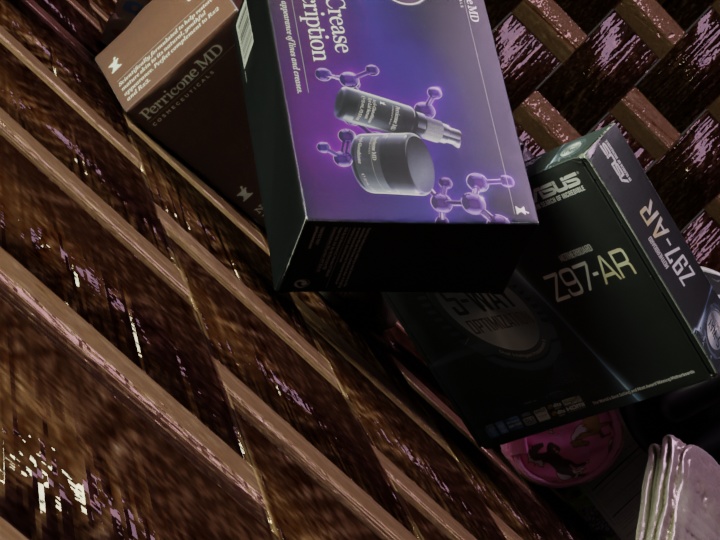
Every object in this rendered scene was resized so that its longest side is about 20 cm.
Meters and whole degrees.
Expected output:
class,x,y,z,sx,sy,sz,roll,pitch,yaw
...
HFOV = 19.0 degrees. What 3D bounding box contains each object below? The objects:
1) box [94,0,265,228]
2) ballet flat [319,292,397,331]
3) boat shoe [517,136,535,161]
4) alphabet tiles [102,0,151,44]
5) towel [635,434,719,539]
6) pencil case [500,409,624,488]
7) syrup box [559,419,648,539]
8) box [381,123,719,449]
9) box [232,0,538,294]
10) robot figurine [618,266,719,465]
class,x,y,z,sx,sy,sz,roll,pitch,yaw
box,-0.069,-0.103,1.419,0.200,0.100,0.075,40,12,-42
ballet flat,0.000,0.000,1.467,0.067,0.046,0.200,46,5,15
boat shoe,0.084,-0.067,1.402,0.200,0.070,0.066,52,-23,29
alphabet tiles,-0.076,-0.148,1.482,0.196,0.015,0.200,22,-26,-11
towel,0.239,0.208,1.393,0.200,0.034,0.133,43,46,-30
pencil case,0.131,0.094,1.556,0.087,0.083,0.200,44,5,-10
syrup box,0.209,0.172,1.546,0.079,0.081,0.200,44,4,-27
box,0.115,0.015,1.337,0.160,0.200,0.044,58,44,-11
box,0.012,-0.088,1.265,0.141,0.079,0.200,2,55,-19
robot figurine,0.233,0.070,1.507,0.125,0.150,0.200,8,16,-5
